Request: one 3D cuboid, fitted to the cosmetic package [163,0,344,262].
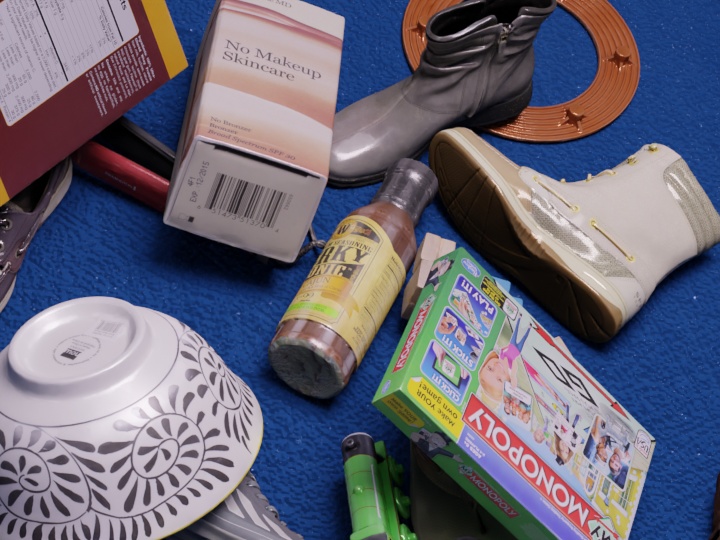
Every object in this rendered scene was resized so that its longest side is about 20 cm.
[{"bbox_3d":[-0.074,-0.112,1.403,0.103,0.087,0.200,16,39,-11],"label":"cosmetic package"}]

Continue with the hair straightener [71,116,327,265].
[{"bbox_3d":[-0.109,-0.067,1.423,0.200,0.041,0.077,26,53,7],"label":"hair straightener"}]

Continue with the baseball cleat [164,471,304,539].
[{"bbox_3d":[-0.076,0.151,1.252,0.200,0.070,0.107,27,54,8],"label":"baseball cleat"}]

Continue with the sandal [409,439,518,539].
[{"bbox_3d":[0.063,0.111,1.272,0.080,0.057,0.202,-11,72,14],"label":"sandal"}]

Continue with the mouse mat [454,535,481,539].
[{"bbox_3d":[0.137,0.260,1.205,0.200,0.008,0.161,23,48,-25],"label":"mouse mat"}]

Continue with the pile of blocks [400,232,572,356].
[{"bbox_3d":[0.094,0.067,1.357,0.082,0.062,0.200,-18,68,-25],"label":"pile of blocks"}]

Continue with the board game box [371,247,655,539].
[{"bbox_3d":[0.104,0.098,1.247,0.200,0.029,0.135,44,43,-18],"label":"board game box"}]

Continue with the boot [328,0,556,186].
[{"bbox_3d":[0.050,-0.147,1.450,0.200,0.131,0.068,-25,64,-15],"label":"boot"}]

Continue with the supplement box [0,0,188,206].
[{"bbox_3d":[-0.269,-0.161,1.352,0.197,0.133,0.200,14,44,41],"label":"supplement box"}]

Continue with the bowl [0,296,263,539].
[{"bbox_3d":[-0.168,0.079,1.221,0.200,0.094,0.201,-7,35,5],"label":"bowl"}]

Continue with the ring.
[{"bbox_3d":[0.132,-0.186,1.577,0.200,0.019,0.201,6,54,-8],"label":"ring"}]

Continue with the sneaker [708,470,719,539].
[{"bbox_3d":[0.253,0.211,1.276,0.075,0.071,0.200,-1,54,-11],"label":"sneaker"}]

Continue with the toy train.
[{"bbox_3d":[0.013,0.182,1.229,0.042,0.056,0.200,-24,41,11],"label":"toy train"}]

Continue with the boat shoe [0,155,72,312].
[{"bbox_3d":[-0.259,-0.033,1.352,0.072,0.065,0.200,24,53,6],"label":"boat shoe"}]

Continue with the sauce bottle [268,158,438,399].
[{"bbox_3d":[0.000,0.000,1.384,0.065,0.065,0.200,24,51,6],"label":"sauce bottle"}]

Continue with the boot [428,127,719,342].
[{"bbox_3d":[0.162,-0.057,1.455,0.155,0.072,0.200,-36,73,-31],"label":"boot"}]
